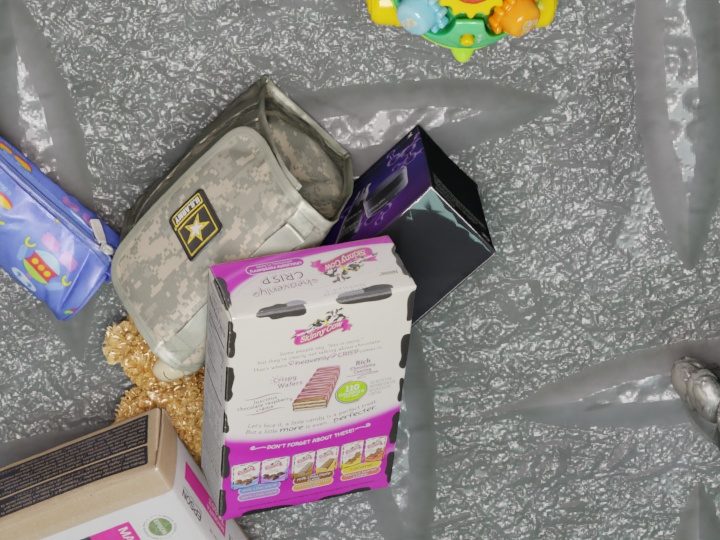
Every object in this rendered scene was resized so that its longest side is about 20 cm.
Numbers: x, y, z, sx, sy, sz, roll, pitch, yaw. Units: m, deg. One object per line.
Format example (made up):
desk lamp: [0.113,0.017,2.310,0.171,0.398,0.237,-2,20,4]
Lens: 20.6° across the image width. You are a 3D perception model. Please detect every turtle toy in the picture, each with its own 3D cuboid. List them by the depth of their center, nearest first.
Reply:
turtle toy: [0.079,-0.246,1.440,0.145,0.101,0.201,0,112,-3]

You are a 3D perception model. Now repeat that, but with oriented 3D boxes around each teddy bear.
teddy bear: [-0.138,0.119,1.598,0.144,0.067,0.201,2,113,-6]

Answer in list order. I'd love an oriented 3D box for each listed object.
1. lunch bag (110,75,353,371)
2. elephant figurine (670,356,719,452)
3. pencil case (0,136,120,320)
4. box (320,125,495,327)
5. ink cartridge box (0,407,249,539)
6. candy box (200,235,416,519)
lunch bag: [-0.095,-0.031,1.467,0.118,0.200,0.164,41,106,-17]
elephant figurine: [0.361,0.075,1.579,0.200,0.142,0.155,-35,140,-5]
pencil case: [-0.265,-0.050,1.516,0.200,0.078,0.087,45,133,-18]
box: [0.000,0.000,1.516,0.200,0.141,0.079,-42,106,13]
ink cartridge box: [-0.187,0.225,1.586,0.164,0.075,0.200,-21,124,12]
candy box: [-0.041,0.078,1.411,0.136,0.061,0.201,-9,133,-18]
